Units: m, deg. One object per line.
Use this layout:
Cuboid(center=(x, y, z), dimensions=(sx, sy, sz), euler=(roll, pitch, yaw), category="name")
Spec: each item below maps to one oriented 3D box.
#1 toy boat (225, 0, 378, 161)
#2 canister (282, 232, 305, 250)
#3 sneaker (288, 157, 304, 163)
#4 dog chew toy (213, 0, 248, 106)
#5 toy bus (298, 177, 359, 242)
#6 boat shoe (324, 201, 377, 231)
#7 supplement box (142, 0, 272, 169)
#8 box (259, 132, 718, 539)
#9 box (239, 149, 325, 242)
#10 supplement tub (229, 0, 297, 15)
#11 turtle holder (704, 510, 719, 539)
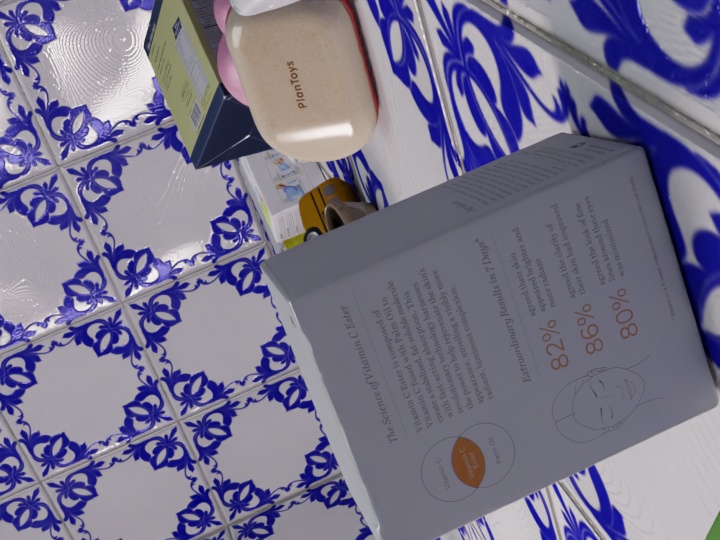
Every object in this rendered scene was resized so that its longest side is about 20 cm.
Cuboid(center=(-0.050, -0.212, 1.168), dimensions=(0.131, 0.130, 0.201), euler=(-74, -26, -49), category="toy boat")
Cuboid(center=(-0.051, 0.034, 1.957), dimensions=(0.149, 0.086, 0.201), euler=(-126, 14, -62), category="canister")
Cuboid(center=(-0.102, -0.194, 1.692), dimensions=(0.081, 0.070, 0.200), euler=(66, 173, -12), category="sneaker")
Cuboid(center=(-0.110, -0.286, 1.302), dimensions=(0.125, 0.124, 0.201), euler=(-125, 22, -58), category="dog chew toy")
Cuboid(center=(-0.014, -0.014, 1.505), dimensions=(0.065, 0.078, 0.201), euler=(25, -142, -63), category="toy bus")
Cuboid(center=(0.000, 0.000, 1.391), dimensions=(0.072, 0.065, 0.201), euler=(-53, 41, 45), category="boat shoe")
Cuboid(center=(-0.177, -0.278, 1.524), dimensions=(0.201, 0.134, 0.200), euler=(65, 154, 14), category="supplement box")
Cuboid(center=(0.067, 0.033, 0.635), dimensions=(0.106, 0.199, 0.153), euler=(-139, 27, -73), category="box")
Cuboid(center=(-0.129, -0.166, 1.846), dimensions=(0.113, 0.101, 0.201), euler=(89, 157, -70), category="box")
Cuboid(center=(-0.086, -0.326, 0.961), dimensions=(0.123, 0.122, 0.201), euler=(-157, 44, -80), category="supplement tub")
Cuboid(center=(0.183, 0.132, 0.330), dimensions=(0.132, 0.140, 0.187), euler=(-154, 42, -77), category="turtle holder")
